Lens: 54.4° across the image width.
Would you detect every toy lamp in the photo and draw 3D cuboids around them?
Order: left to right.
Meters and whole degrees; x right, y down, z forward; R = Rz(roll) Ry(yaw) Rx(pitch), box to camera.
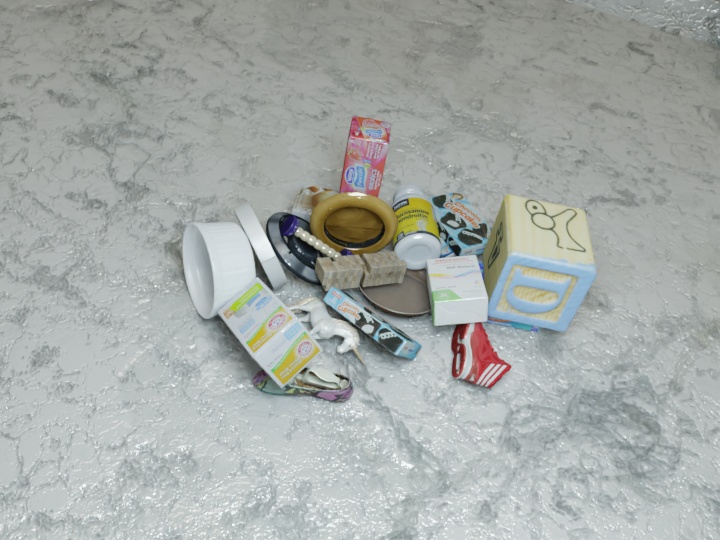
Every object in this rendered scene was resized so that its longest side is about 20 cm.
[{"bbox_3d":[-0.083,-0.052,1.554,0.199,0.058,0.059,35,36,-28],"label":"toy lamp"}]

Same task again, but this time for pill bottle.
[{"bbox_3d":[0.125,-0.108,1.655,0.111,0.113,0.201,2,46,-8],"label":"pill bottle"}]

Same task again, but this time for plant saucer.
[{"bbox_3d":[0.088,0.044,1.581,0.198,0.032,0.201,9,34,-6],"label":"plant saucer"}]

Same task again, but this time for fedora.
[{"bbox_3d":[-0.015,-0.118,1.589,0.199,0.202,0.082,5,42,-5],"label":"fedora"}]

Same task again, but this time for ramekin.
[{"bbox_3d":[-0.296,-0.007,1.467,0.097,0.201,0.201,-11,47,-30],"label":"ramekin"}]

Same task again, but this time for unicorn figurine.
[{"bbox_3d":[-0.086,0.117,1.462,0.136,0.074,0.201,-14,51,-18],"label":"unicorn figurine"}]

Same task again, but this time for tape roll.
[{"bbox_3d":[-0.217,-0.053,1.521,0.037,0.203,0.203,-26,52,-7],"label":"tape roll"}]

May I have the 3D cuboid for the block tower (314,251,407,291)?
[{"bbox_3d":[0.000,0.000,1.540,0.198,0.054,0.058,-4,39,-25],"label":"block tower"}]

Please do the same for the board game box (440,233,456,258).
[{"bbox_3d":[0.223,-0.085,1.751,0.199,0.035,0.126,-26,54,-31],"label":"board game box"}]

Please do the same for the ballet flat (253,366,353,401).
[{"bbox_3d":[-0.109,0.209,1.366,0.198,0.071,0.069,10,47,0],"label":"ballet flat"}]

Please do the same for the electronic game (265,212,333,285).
[{"bbox_3d":[-0.133,-0.051,1.587,0.199,0.042,0.201,36,29,-24],"label":"electronic game"}]

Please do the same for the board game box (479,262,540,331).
[{"bbox_3d":[0.316,0.055,1.618,0.198,0.045,0.153,10,44,-2],"label":"board game box"}]

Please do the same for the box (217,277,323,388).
[{"bbox_3d":[-0.177,0.117,1.357,0.112,0.102,0.200,-41,37,-8],"label":"box"}]

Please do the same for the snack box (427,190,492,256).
[{"bbox_3d":[0.245,-0.115,1.733,0.115,0.037,0.200,-14,48,-23],"label":"snack box"}]

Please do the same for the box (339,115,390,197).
[{"bbox_3d":[0.008,-0.246,1.641,0.095,0.201,0.100,10,41,-3],"label":"box"}]

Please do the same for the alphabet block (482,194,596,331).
[{"bbox_3d":[0.383,-0.017,1.532,0.194,0.197,0.201,13,44,-2],"label":"alphabet block"}]

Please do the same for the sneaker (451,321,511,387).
[{"bbox_3d":[0.258,0.172,1.488,0.115,0.079,0.201,26,44,-8],"label":"sneaker"}]

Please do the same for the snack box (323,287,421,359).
[{"bbox_3d":[0.026,0.110,1.458,0.199,0.116,0.037,35,93,23],"label":"snack box"}]

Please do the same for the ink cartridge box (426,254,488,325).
[{"bbox_3d":[0.206,0.029,1.531,0.116,0.068,0.201,-5,35,2],"label":"ink cartridge box"}]

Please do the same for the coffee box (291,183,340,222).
[{"bbox_3d":[-0.062,-0.133,1.715,0.198,0.080,0.115,11,44,1],"label":"coffee box"}]
